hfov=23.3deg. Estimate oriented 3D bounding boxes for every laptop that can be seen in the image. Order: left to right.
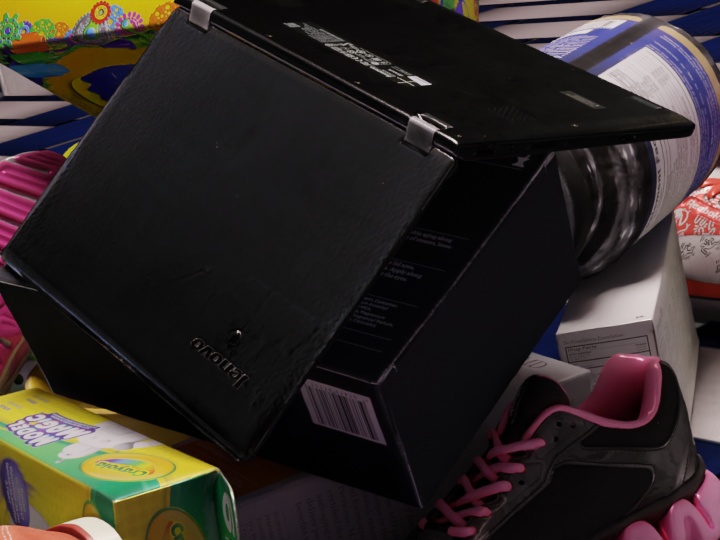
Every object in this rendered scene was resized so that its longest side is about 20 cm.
[{"bbox_3d":[-0.010,-0.033,0.705,0.200,0.116,0.187,-9,29,-38],"label":"laptop"}]

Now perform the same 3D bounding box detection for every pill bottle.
[{"bbox_3d":[0.107,-0.059,0.889,0.112,0.112,0.200,-3,17,32],"label":"pill bottle"}]

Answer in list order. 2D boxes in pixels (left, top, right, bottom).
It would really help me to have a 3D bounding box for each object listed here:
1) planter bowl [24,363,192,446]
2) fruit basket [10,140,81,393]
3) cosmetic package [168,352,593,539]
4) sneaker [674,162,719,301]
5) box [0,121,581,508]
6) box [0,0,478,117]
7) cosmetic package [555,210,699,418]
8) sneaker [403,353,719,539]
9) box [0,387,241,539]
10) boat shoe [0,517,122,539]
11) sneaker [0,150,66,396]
[{"bbox_3d":[-0.067,0.072,0.908,0.200,0.084,0.200,-10,15,3],"label":"planter bowl"},{"bbox_3d":[-0.154,0.013,1.029,0.215,0.156,0.216,-22,-3,-1],"label":"fruit basket"},{"bbox_3d":[0.001,0.098,0.782,0.200,0.071,0.101,-18,15,-25],"label":"cosmetic package"},{"bbox_3d":[0.209,-0.037,1.033,0.067,0.108,0.201,4,2,-35],"label":"sneaker"},{"bbox_3d":[-0.029,0.003,0.737,0.200,0.079,0.141,13,51,33],"label":"box"},{"bbox_3d":[-0.061,-0.149,0.921,0.192,0.122,0.200,-6,-16,25],"label":"box"},{"bbox_3d":[0.139,0.034,0.892,0.050,0.083,0.200,-7,14,15],"label":"cosmetic package"},{"bbox_3d":[0.063,0.093,0.707,0.200,0.096,0.079,-23,20,-32],"label":"sneaker"},{"bbox_3d":[-0.098,0.121,0.676,0.048,0.118,0.200,-14,13,-32],"label":"box"},{"bbox_3d":[-0.146,0.137,0.650,0.062,0.071,0.200,-16,-9,-33],"label":"boat shoe"},{"bbox_3d":[-0.207,0.027,0.911,0.200,0.081,0.088,-61,14,-12],"label":"sneaker"}]
